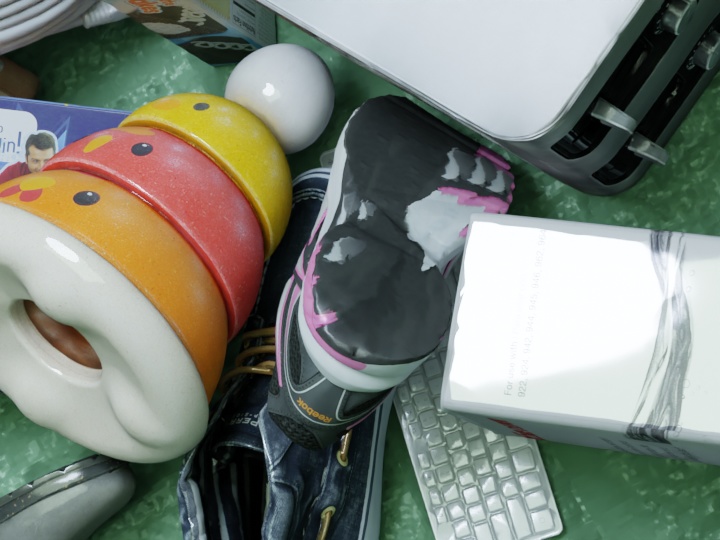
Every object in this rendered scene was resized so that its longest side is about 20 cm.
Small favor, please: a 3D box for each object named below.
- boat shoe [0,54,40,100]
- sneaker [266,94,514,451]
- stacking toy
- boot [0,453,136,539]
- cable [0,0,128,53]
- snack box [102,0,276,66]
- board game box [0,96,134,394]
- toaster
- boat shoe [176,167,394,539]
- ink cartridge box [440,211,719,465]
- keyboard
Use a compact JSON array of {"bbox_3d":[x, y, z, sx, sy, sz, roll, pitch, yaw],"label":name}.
[{"bbox_3d":[-0.234,-0.124,1.185,0.200,0.076,0.072,40,90,8],"label":"boat shoe"},{"bbox_3d":[0.000,0.000,1.045,0.080,0.200,0.086,34,125,-1],"label":"sneaker"},{"bbox_3d":[-0.080,-0.029,1.075,0.146,0.146,0.200,28,58,17],"label":"stacking toy"},{"bbox_3d":[-0.153,0.181,1.126,0.200,0.068,0.131,-38,81,13],"label":"boot"},{"bbox_3d":[-0.205,-0.179,1.129,0.200,0.069,0.200,-28,63,-27],"label":"cable"},{"bbox_3d":[-0.086,-0.167,1.077,0.037,0.200,0.116,-6,81,16],"label":"snack box"},{"bbox_3d":[-0.163,-0.011,1.120,0.200,0.034,0.136,7,83,-10],"label":"board game box"},{"bbox_3d":[0.052,-0.125,1.043,0.200,0.181,0.119,31,93,17],"label":"toaster"},{"bbox_3d":[-0.030,0.049,1.081,0.071,0.091,0.201,-3,81,29],"label":"boat shoe"},{"bbox_3d":[0.146,0.035,1.009,0.200,0.145,0.084,7,83,14],"label":"ink cartridge box"},{"bbox_3d":[0.036,0.031,1.115,0.056,0.011,0.200,-20,78,12],"label":"keyboard"}]
